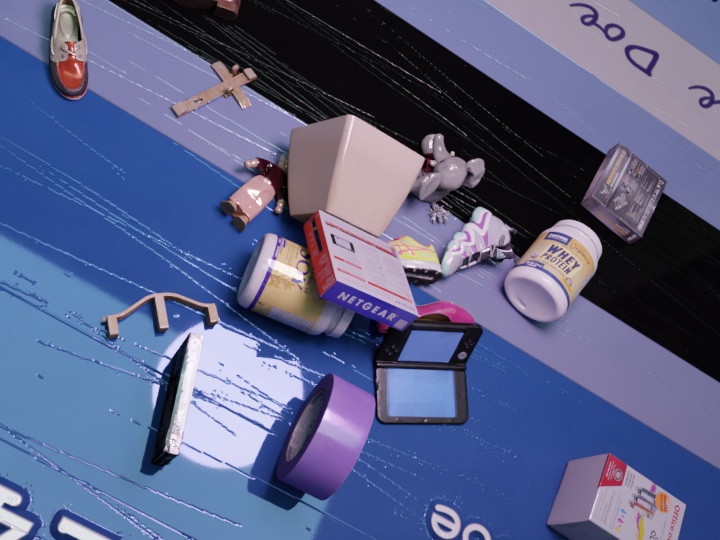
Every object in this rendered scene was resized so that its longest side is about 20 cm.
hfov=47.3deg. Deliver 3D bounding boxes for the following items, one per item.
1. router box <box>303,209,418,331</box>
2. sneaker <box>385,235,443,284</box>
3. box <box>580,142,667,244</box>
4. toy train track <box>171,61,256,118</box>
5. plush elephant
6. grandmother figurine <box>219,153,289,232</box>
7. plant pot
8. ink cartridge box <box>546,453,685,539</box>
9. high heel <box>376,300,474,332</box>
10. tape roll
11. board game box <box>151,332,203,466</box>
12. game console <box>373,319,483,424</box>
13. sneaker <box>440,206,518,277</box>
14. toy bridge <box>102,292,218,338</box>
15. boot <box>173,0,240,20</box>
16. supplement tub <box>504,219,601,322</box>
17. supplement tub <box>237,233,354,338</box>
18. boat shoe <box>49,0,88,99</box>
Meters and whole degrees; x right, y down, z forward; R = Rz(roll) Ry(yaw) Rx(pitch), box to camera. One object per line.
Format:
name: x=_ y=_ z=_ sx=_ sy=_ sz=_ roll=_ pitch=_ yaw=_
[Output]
router box: x=0.000 y=0.000 z=1.486 sx=0.200 sy=0.049 sz=0.180 roll=25 pitch=34 yaw=-35
sneaker: x=0.071 y=-0.033 z=1.672 sx=0.199 sy=0.078 sz=0.091 roll=14 pitch=55 yaw=-22
box: x=0.637 y=-0.187 z=1.983 sx=0.158 sy=0.048 sz=0.200 roll=37 pitch=60 yaw=-6
toy train track: x=-0.291 y=-0.365 z=1.660 sx=0.200 sy=0.033 sz=0.115 roll=-35 pitch=87 yaw=-29
plush elephant: x=0.162 y=-0.211 z=1.724 sx=0.164 sy=0.155 sz=0.201 roll=-19 pitch=78 yaw=-28
grandmother figurine: x=-0.187 y=-0.169 z=1.619 sx=0.200 sy=0.060 sz=0.122 roll=-45 pitch=119 yaw=-33
plant pot: x=-0.027 y=-0.165 z=1.591 sx=0.199 sy=0.200 sz=0.178 roll=24 pitch=74 yaw=-36
ink cartridge box: x=0.503 y=0.479 z=1.613 sx=0.200 sy=0.145 sz=0.146 roll=34 pitch=61 yaw=-9
high heel: x=0.129 y=0.104 z=1.635 sx=0.199 sy=0.067 sz=0.096 roll=18 pitch=54 yaw=-11
tape roll: x=-0.060 y=0.284 z=1.414 sx=0.085 sy=0.200 sz=0.200 roll=30 pitch=62 yaw=-10
board game box: x=-0.305 y=0.216 z=1.371 sx=0.028 sy=0.135 sz=0.201 roll=15 pitch=66 yaw=-17
game console: x=0.136 y=0.196 z=1.585 sx=0.199 sy=0.176 sz=0.117 roll=5 pitch=40 yaw=-22
sneaker: x=0.263 y=-0.039 z=1.725 sx=0.140 sy=0.078 sz=0.200 roll=29 pitch=60 yaw=16
toy bridge: x=-0.357 y=0.075 z=1.465 sx=0.199 sy=0.027 sz=0.067 roll=-6 pitch=70 yaw=-25
boot: x=-0.326 y=-0.645 z=1.734 sx=0.186 sy=0.064 sz=0.201 roll=19 pitch=67 yaw=-31
supplement tub: x=0.416 y=-0.002 z=1.761 sx=0.144 sy=0.144 sz=0.200 roll=45 pitch=60 yaw=-2
supplement tub: x=-0.112 y=0.032 z=1.520 sx=0.199 sy=0.145 sz=0.146 roll=23 pitch=63 yaw=-14
boat shoe: x=-0.550 y=-0.422 z=1.553 sx=0.071 sy=0.063 sz=0.201 roll=0 pitch=72 yaw=-25
